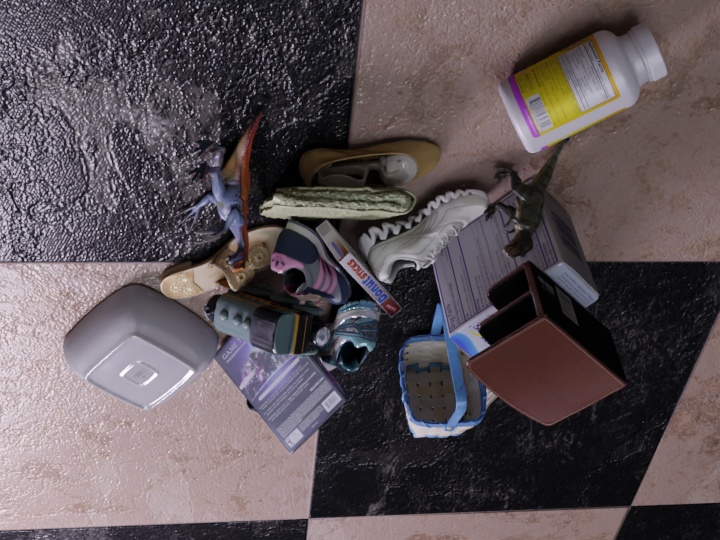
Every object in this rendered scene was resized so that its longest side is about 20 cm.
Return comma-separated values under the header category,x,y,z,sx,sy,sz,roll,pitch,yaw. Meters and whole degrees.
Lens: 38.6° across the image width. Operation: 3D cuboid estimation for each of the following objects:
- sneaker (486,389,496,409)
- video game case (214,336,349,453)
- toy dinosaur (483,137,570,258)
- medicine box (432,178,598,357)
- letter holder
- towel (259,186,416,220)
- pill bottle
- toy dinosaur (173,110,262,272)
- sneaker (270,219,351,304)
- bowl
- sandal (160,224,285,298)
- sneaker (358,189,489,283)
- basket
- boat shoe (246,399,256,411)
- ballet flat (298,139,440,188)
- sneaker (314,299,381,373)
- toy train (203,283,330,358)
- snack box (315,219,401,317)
category,x,y,z,sx,sy,sz,roll,pitch,yaw
sneaker,0.228,0.188,1.729,0.091,0.076,0.201,1,134,-15
video game case,-0.125,0.164,1.594,0.143,0.200,0.019,-46,168,27
toy dinosaur,0.222,-0.102,1.430,0.087,0.202,0.048,13,159,29
medicine box,0.215,0.004,1.478,0.199,0.183,0.103,-36,128,23
letter holder,0.238,0.106,1.384,0.142,0.101,0.199,-36,128,25
towel,-0.034,-0.089,1.399,0.197,0.148,0.037,-1,88,-12
pill bottle,0.285,-0.238,1.319,0.198,0.105,0.104,-25,131,14
toy dinosaur,-0.171,-0.085,1.395,0.198,0.106,0.182,-26,135,12
sneaker,-0.077,0.010,1.487,0.070,0.083,0.200,18,158,33
bowl,-0.338,0.134,1.591,0.199,0.075,0.199,-38,128,22
sandal,-0.195,0.008,1.497,0.210,0.070,0.078,-21,132,11
sneaker,0.099,-0.048,1.469,0.198,0.082,0.075,-27,151,8
basket,0.131,0.167,1.629,0.137,0.178,0.201,-4,152,-4
boat shoe,-0.132,0.166,1.651,0.062,0.075,0.201,5,138,-27
ballet flat,0.015,-0.134,1.402,0.197,0.063,0.069,-6,130,-4
sneaker,-0.033,0.123,1.598,0.077,0.087,0.200,11,147,-21
toy train,-0.138,0.071,1.490,0.113,0.199,0.086,3,101,-48
snack box,0.000,0.000,1.481,0.024,0.072,0.200,-39,146,2
